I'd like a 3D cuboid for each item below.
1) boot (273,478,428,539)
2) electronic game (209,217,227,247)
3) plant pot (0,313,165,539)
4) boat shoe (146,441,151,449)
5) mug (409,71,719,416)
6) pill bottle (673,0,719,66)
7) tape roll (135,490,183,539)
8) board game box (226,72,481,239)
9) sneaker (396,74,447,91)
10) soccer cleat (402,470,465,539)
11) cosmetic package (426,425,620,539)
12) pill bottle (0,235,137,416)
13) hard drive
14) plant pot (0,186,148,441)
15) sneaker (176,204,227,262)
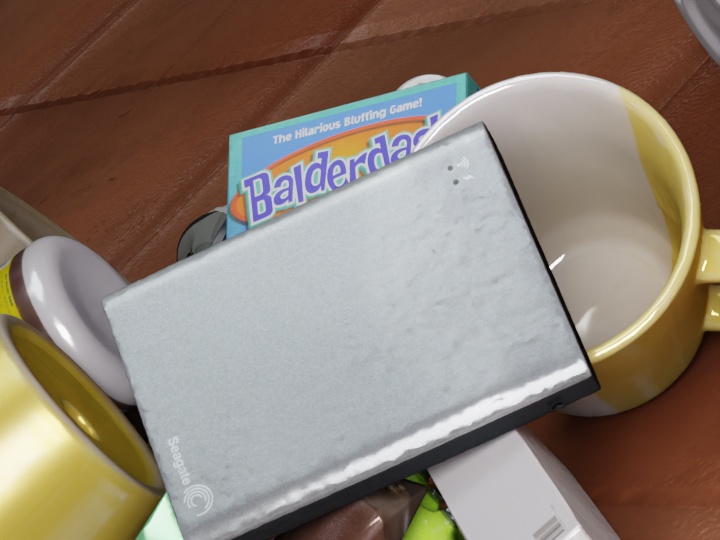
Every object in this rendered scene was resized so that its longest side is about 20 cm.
[{"bbox_3d":[-0.034,0.177,1.282,0.200,0.064,0.186,-52,19,0],"label":"boot"},{"bbox_3d":[-0.007,0.007,1.615,0.200,0.042,0.200,-13,58,22],"label":"electronic game"},{"bbox_3d":[-0.208,0.131,1.445,0.189,0.201,0.201,-42,20,5],"label":"plant pot"},{"bbox_3d":[-0.153,0.138,1.608,0.200,0.074,0.076,-24,23,27],"label":"boat shoe"},{"bbox_3d":[0.117,0.012,1.376,0.187,0.153,0.149,38,85,25],"label":"mug"},{"bbox_3d":[0.282,-0.196,1.624,0.200,0.111,0.111,-36,20,-5],"label":"pill bottle"},{"bbox_3d":[-0.083,0.136,1.409,0.200,0.048,0.200,-57,-1,-1],"label":"tape roll"},{"bbox_3d":[0.000,0.000,1.559,0.152,0.045,0.200,-14,56,22],"label":"board game box"},{"bbox_3d":[0.025,-0.011,1.677,0.078,0.079,0.200,21,79,29],"label":"sneaker"},{"bbox_3d":[0.004,0.127,1.412,0.081,0.068,0.200,-44,22,1],"label":"soccer cleat"},{"bbox_3d":[0.080,0.119,1.277,0.051,0.083,0.200,-43,20,4],"label":"cosmetic package"},{"bbox_3d":[-0.216,0.076,1.589,0.200,0.109,0.109,-36,19,18],"label":"pill bottle"},{"bbox_3d":[-0.007,0.034,1.300,0.200,0.033,0.140,-25,63,6],"label":"hard drive"},{"bbox_3d":[-0.211,0.070,1.728,0.174,0.200,0.200,-52,21,2],"label":"plant pot"},{"bbox_3d":[-0.087,0.008,1.767,0.079,0.074,0.200,-16,16,-15],"label":"sneaker"}]
